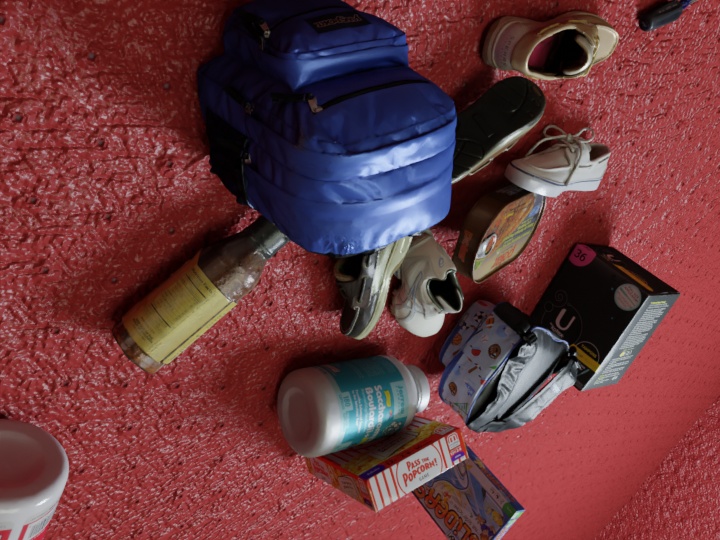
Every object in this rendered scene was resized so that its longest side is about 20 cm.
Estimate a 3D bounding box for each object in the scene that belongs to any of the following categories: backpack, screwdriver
[{"bbox_3d":[0.208,0.150,0.988,0.200,0.154,0.191,29,95,-44],"label":"backpack"},{"bbox_3d":[0.436,-0.356,0.840,0.200,0.029,0.028,-32,140,-21],"label":"screwdriver"},{"bbox_3d":[-0.027,-0.113,0.504,0.162,0.200,0.168,-24,137,-23],"label":"backpack"}]

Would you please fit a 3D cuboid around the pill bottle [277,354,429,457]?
[{"bbox_3d":[-0.001,0.173,0.854,0.200,0.111,0.111,-4,127,-40],"label":"pill bottle"}]

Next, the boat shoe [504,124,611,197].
[{"bbox_3d":[0.268,-0.149,0.834,0.202,0.075,0.086,-8,129,-40],"label":"boat shoe"}]

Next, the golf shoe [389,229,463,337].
[{"bbox_3d":[0.090,0.038,0.826,0.078,0.097,0.200,-35,142,-14],"label":"golf shoe"}]

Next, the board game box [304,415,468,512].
[{"bbox_3d":[0.027,0.253,0.893,0.151,0.200,0.046,-20,97,-28],"label":"board game box"}]

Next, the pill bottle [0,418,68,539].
[{"bbox_3d":[-0.359,0.248,0.604,0.112,0.112,0.200,8,118,-45],"label":"pill bottle"}]

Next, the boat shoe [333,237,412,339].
[{"bbox_3d":[0.000,0.000,0.741,0.066,0.072,0.201,5,133,-20],"label":"boat shoe"}]

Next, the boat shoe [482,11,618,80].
[{"bbox_3d":[0.227,-0.243,0.716,0.200,0.069,0.074,-16,134,-31],"label":"boat shoe"}]

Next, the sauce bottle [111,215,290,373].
[{"bbox_3d":[-0.144,0.013,0.623,0.200,0.066,0.066,-40,141,-7],"label":"sauce bottle"}]

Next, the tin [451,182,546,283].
[{"bbox_3d":[0.181,-0.053,0.831,0.200,0.042,0.112,-25,132,-50],"label":"tin"}]

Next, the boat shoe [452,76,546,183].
[{"bbox_3d":[0.112,-0.134,0.708,0.200,0.076,0.074,-28,168,-3],"label":"boat shoe"}]

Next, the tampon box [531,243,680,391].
[{"bbox_3d":[0.402,0.077,1.094,0.126,0.150,0.200,1,123,-43],"label":"tampon box"}]

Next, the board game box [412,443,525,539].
[{"bbox_3d":[0.175,0.393,1.135,0.034,0.200,0.135,17,112,-48],"label":"board game box"}]
